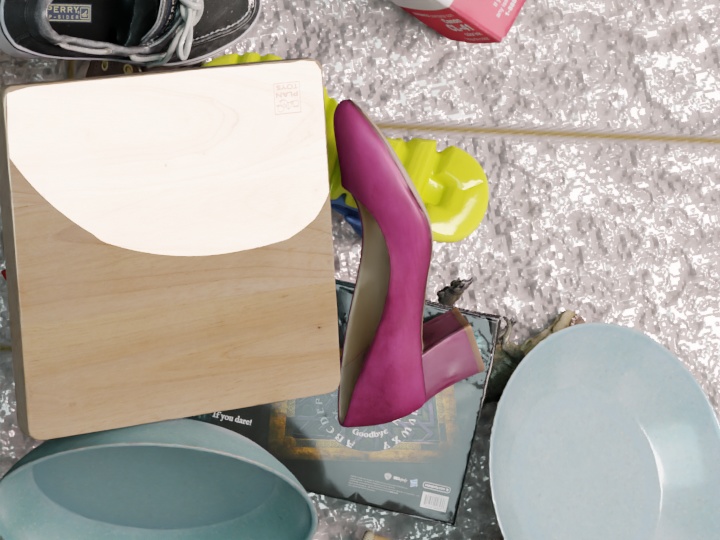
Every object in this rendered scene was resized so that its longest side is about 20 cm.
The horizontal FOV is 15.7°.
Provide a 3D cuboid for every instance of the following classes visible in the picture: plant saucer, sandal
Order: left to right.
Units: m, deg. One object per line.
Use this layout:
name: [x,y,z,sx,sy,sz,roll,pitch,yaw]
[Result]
plant saucer: [-0.125,0.135,1.581,0.199,0.200,0.036,6,58,-10]
sandal: [-0.023,-0.067,1.636,0.200,0.087,0.080,29,72,-10]
plant saucer: [0.152,0.135,1.669,0.200,0.039,0.202,9,74,-32]

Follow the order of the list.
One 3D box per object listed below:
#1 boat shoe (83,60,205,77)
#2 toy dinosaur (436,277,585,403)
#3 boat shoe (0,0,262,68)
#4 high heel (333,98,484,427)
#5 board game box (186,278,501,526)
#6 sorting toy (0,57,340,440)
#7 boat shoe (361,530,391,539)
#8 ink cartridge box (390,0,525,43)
boat shoe: [-0.131,-0.134,1.634,0.072,0.060,0.201,15,87,-10]
toy dinosaur: [0.052,0.059,1.674,0.199,0.047,0.088,-27,101,-6]
boat shoe: [-0.124,-0.157,1.546,0.199,0.068,0.074,-1,95,-45]
high heel: [0.000,0.000,1.568,0.096,0.067,0.201,-25,108,-5]
board game box: [-0.022,0.072,1.641,0.199,0.028,0.136,13,94,1]
sorting toy: [-0.120,-0.017,1.527,0.199,0.070,0.200,-8,99,-28]
boat shoe: [0.021,0.199,1.656,0.199,0.072,0.076,-19,76,-14]
ink cartridge box: [0.031,-0.253,1.629,0.200,0.086,0.148,31,85,-26]
